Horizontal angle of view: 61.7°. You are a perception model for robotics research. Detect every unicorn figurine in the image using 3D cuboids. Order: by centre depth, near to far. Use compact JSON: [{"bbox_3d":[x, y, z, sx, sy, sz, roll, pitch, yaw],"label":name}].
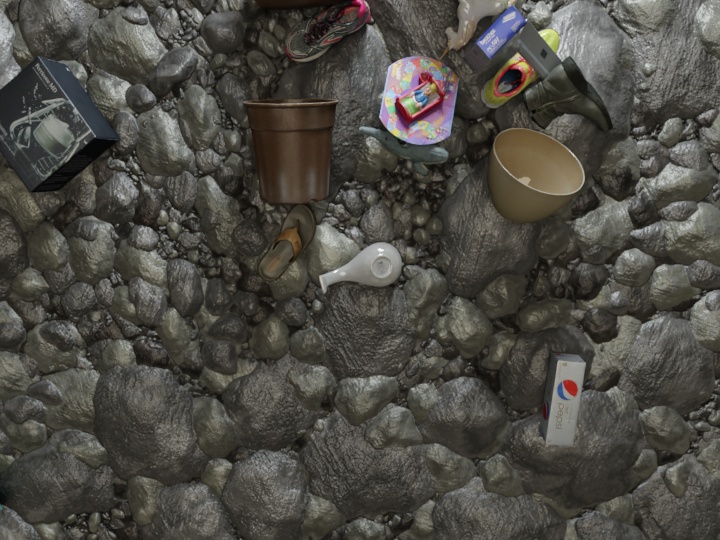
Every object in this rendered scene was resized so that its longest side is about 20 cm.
[{"bbox_3d":[0.234,-0.545,1.241,0.196,0.074,0.141,-19,95,9],"label":"unicorn figurine"}]

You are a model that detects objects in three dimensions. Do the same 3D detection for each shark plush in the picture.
[{"bbox_3d":[0.096,-0.282,1.291,0.197,0.083,0.092,31,101,-3],"label":"shark plush"}]

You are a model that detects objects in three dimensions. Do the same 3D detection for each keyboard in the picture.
[{"bbox_3d":[0.366,-0.431,1.219,0.011,0.198,0.057,27,95,42],"label":"keyboard"}]

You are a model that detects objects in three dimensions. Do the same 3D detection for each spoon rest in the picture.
[{"bbox_3d":[0.000,0.000,1.369,0.195,0.061,0.102,-16,101,-8],"label":"spoon rest"}]

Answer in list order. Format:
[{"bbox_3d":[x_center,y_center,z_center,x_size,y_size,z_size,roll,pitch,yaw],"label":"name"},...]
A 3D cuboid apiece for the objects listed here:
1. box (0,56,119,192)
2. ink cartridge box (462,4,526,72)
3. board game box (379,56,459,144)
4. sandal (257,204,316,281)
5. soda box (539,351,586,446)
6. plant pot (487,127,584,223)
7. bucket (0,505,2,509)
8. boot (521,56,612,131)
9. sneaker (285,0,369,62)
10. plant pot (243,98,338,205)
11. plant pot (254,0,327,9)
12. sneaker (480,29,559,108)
[{"bbox_3d":[-0.676,-0.311,1.306,0.195,0.124,0.202,-35,97,6],"label":"box"},{"bbox_3d":[0.260,-0.454,1.192,0.044,0.200,0.094,44,99,-7],"label":"ink cartridge box"},{"bbox_3d":[0.125,-0.366,1.255,0.154,0.039,0.205,11,76,-1],"label":"board game box"},{"bbox_3d":[-0.169,-0.058,1.360,0.081,0.055,0.201,39,100,-5],"label":"sandal"},{"bbox_3d":[0.464,0.296,1.390,0.066,0.064,0.206,5,101,1],"label":"soda box"},{"bbox_3d":[0.345,-0.179,1.261,0.196,0.203,0.136,19,137,-1],"label":"plant pot"},{"bbox_3d":[-0.991,0.569,1.446,0.204,0.207,0.137,-26,89,7],"label":"bucket"},{"bbox_3d":[0.434,-0.343,1.272,0.130,0.069,0.199,-35,122,30],"label":"boot"},{"bbox_3d":[-0.073,-0.512,1.262,0.197,0.075,0.082,-29,98,8],"label":"sneaker"},{"bbox_3d":[-0.140,-0.252,1.263,0.194,0.201,0.204,0,109,3],"label":"plant pot"},{"bbox_3d":[-0.127,-0.609,1.207,0.195,0.187,0.192,-13,100,19],"label":"plant pot"},{"bbox_3d":[0.341,-0.419,1.251,0.078,0.090,0.200,43,98,-4],"label":"sneaker"}]
